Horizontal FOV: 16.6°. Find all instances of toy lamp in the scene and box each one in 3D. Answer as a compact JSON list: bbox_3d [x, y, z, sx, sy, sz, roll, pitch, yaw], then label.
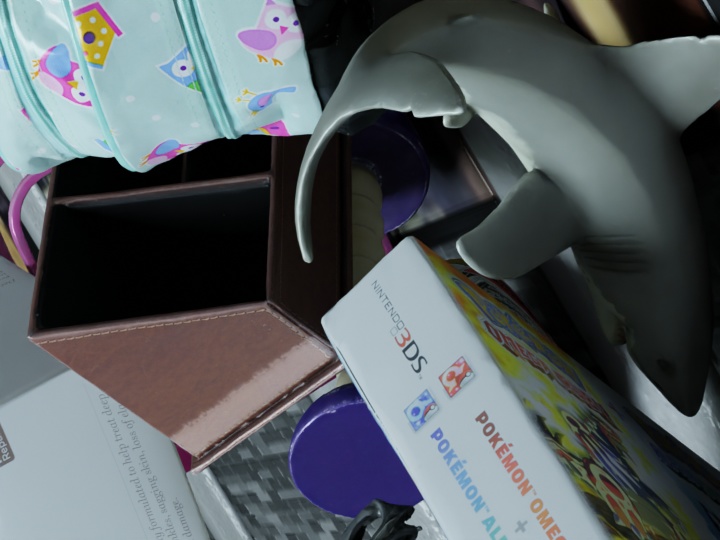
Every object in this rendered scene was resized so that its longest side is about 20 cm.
[{"bbox_3d":[0.000,0.000,0.856,0.200,0.058,0.058,-93,-10,-51],"label":"toy lamp"}]

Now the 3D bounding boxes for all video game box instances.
[{"bbox_3d":[0.093,0.098,0.731,0.200,0.047,0.182,36,-167,-41],"label":"video game box"}]

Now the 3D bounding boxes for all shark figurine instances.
[{"bbox_3d":[0.061,-0.049,0.697,0.214,0.089,0.129,28,-126,-52],"label":"shark figurine"}]

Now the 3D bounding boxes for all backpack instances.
[{"bbox_3d":[-0.053,-0.113,0.734,0.200,0.126,0.167,-92,-17,-52],"label":"backpack"}]

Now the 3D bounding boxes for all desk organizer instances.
[{"bbox_3d":[-0.054,-0.038,0.835,0.077,0.072,0.200,38,-149,-28],"label":"desk organizer"}]

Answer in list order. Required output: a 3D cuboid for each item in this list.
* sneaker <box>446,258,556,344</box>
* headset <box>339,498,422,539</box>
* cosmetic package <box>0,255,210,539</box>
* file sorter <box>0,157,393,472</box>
[{"bbox_3d":[0.066,0.075,0.932,0.082,0.078,0.200,-104,-6,-50],"label":"sneaker"},{"bbox_3d":[0.065,0.150,0.680,0.200,0.094,0.124,31,-179,6],"label":"headset"},{"bbox_3d":[-0.143,0.065,0.971,0.200,0.081,0.113,25,139,56],"label":"cosmetic package"},{"bbox_3d":[-0.090,-0.014,1.050,0.200,0.139,0.126,16,133,62],"label":"file sorter"}]
